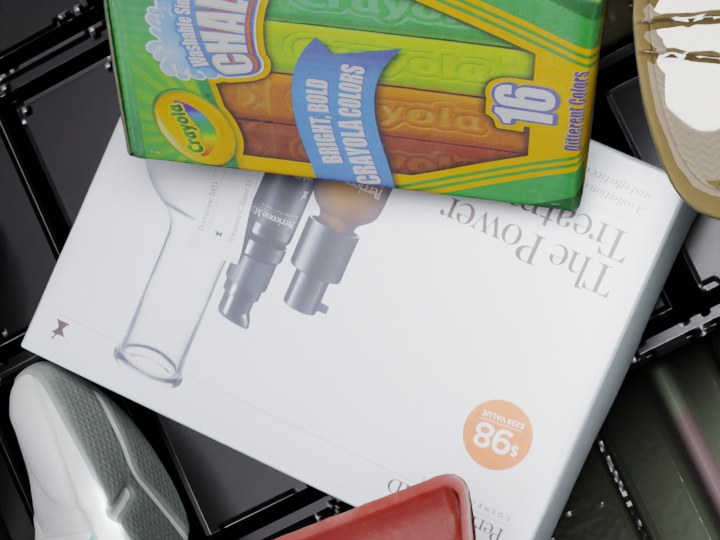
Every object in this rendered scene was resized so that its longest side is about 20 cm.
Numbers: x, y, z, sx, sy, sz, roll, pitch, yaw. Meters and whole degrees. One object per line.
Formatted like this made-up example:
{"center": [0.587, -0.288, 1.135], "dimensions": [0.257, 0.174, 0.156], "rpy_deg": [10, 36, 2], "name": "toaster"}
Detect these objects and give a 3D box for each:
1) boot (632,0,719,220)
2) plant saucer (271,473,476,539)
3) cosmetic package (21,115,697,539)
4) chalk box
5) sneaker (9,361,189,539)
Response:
{"center": [0.120, -0.101, 0.802], "dimensions": [0.072, 0.155, 0.200], "rpy_deg": [-2, 78, 4], "name": "boot"}
{"center": [-0.034, 0.185, 0.772], "dimensions": [0.200, 0.037, 0.200], "rpy_deg": [-24, 50, 27], "name": "plant saucer"}
{"center": [0.000, 0.000, 0.884], "dimensions": [0.200, 0.052, 0.151], "rpy_deg": [24, 94, 15], "name": "cosmetic package"}
{"center": [-0.017, -0.112, 0.814], "dimensions": [0.200, 0.125, 0.124], "rpy_deg": [6, 59, 6], "name": "chalk box"}
{"center": [-0.093, 0.130, 0.890], "dimensions": [0.080, 0.070, 0.200], "rpy_deg": [-25, 81, 16], "name": "sneaker"}
